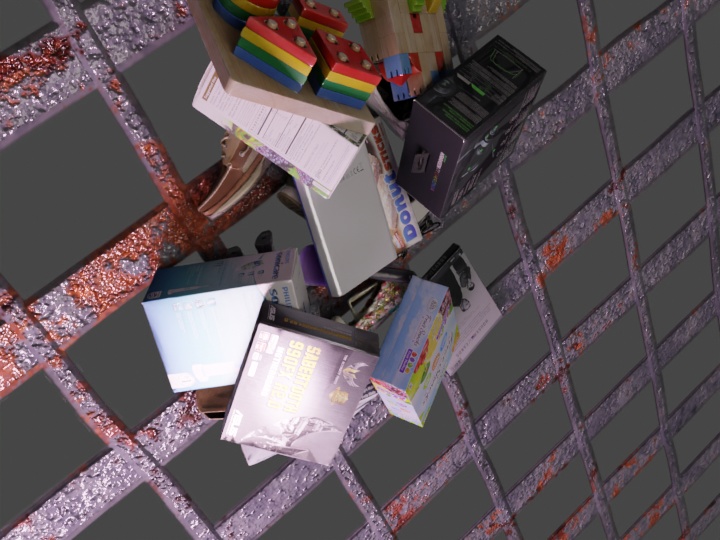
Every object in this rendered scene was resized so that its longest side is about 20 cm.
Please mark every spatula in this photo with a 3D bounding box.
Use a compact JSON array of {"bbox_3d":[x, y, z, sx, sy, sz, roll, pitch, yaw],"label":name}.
[{"bbox_3d":[0.000,0.000,1.138,0.196,0.020,0.058,6,89,-32],"label":"spatula"}]

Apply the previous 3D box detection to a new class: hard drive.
[{"bbox_3d":[-0.022,-0.085,1.075,0.131,0.025,0.204,-33,113,-41],"label":"hard drive"}]

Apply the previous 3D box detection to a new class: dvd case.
[{"bbox_3d":[0.160,0.072,1.370,0.150,0.025,0.201,-46,130,-10],"label":"dvd case"}]

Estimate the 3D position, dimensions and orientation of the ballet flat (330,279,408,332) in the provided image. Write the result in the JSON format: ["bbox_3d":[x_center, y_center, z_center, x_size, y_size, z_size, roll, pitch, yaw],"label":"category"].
[{"bbox_3d":[-0.007,0.078,1.184,0.064,0.075,0.200,46,73,-8],"label":"ballet flat"}]

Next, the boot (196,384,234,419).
[{"bbox_3d":[-0.136,0.165,1.102,0.195,0.077,0.074,-10,145,8],"label":"boot"}]

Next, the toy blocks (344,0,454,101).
[{"bbox_3d":[0.066,-0.293,1.054,0.199,0.098,0.140,-24,104,-54],"label":"toy blocks"}]

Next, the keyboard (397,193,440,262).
[{"bbox_3d":[0.047,-0.067,1.230,0.200,0.040,0.104,-45,106,-9],"label":"keyboard"}]

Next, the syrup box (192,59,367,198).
[{"bbox_3d":[-0.093,-0.185,0.946,0.198,0.079,0.082,33,118,-4],"label":"syrup box"}]

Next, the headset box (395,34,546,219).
[{"bbox_3d":[0.147,-0.194,1.101,0.199,0.092,0.175,-42,161,-26],"label":"headset box"}]

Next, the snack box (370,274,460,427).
[{"bbox_3d":[0.089,0.128,1.208,0.171,0.067,0.201,-65,160,-17],"label":"snack box"}]

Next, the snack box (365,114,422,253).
[{"bbox_3d":[0.029,-0.121,1.164,0.071,0.024,0.203,-30,114,-18],"label":"snack box"}]

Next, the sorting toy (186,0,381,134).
[{"bbox_3d":[-0.083,-0.268,0.919,0.196,0.202,0.070,9,132,-38],"label":"sorting toy"}]

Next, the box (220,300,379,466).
[{"bbox_3d":[-0.080,0.150,1.008,0.155,0.049,0.203,17,121,-11],"label":"box"}]

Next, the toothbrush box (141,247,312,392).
[{"bbox_3d":[-0.165,0.066,1.034,0.195,0.086,0.149,-9,120,6],"label":"toothbrush box"}]

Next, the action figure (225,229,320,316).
[{"bbox_3d":[-0.125,0.053,1.116,0.128,0.069,0.204,-20,113,-9],"label":"action figure"}]

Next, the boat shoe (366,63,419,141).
[{"bbox_3d":[0.071,-0.235,1.139,0.199,0.065,0.073,34,89,-40],"label":"boat shoe"}]

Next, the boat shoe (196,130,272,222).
[{"bbox_3d":[-0.147,-0.154,1.025,0.074,0.076,0.201,42,80,-9],"label":"boat shoe"}]

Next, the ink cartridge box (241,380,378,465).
[{"bbox_3d":[-0.071,0.215,1.182,0.197,0.041,0.201,-20,161,-27],"label":"ink cartridge box"}]

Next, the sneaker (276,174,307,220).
[{"bbox_3d":[-0.026,-0.093,1.128,0.199,0.067,0.091,36,77,-38],"label":"sneaker"}]
